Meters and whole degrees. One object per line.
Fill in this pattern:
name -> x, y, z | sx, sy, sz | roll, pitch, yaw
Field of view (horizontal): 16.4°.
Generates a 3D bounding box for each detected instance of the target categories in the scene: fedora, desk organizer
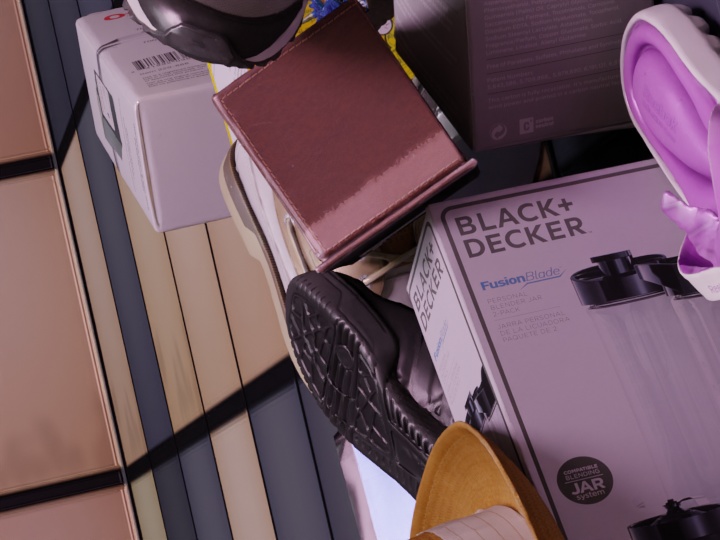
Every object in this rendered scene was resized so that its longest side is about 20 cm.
fedora -> 0.024, 0.152, 0.883 | 0.201, 0.081, 0.202 | 169, 90, -74
desk organizer -> -0.002, -0.052, 1.007 | 0.077, 0.072, 0.200 | 55, -177, 1

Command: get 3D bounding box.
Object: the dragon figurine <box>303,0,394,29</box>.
dragon figurine -> 0.003, -0.164, 1.173 | 0.059, 0.099, 0.201 | 91, 167, -45

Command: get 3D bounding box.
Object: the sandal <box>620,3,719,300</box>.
sandal -> 0.127, -0.022, 0.877 | 0.203, 0.050, 0.083 | -120, 21, -54

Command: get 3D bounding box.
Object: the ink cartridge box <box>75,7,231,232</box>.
ink cartridge box -> -0.079, -0.105, 1.498 | 0.200, 0.145, 0.084 | -128, 28, -65

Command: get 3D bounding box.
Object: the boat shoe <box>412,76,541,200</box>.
boat shoe -> 0.042, -0.033, 1.214 | 0.200, 0.070, 0.064 | 107, 149, -50

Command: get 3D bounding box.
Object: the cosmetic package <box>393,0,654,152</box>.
cosmetic package -> 0.060, -0.160, 0.974 | 0.107, 0.090, 0.201 | -120, 24, -55

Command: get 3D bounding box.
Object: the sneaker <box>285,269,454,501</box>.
sneaker -> 0.063, 0.056, 0.996 | 0.200, 0.104, 0.060 | 46, 145, 35

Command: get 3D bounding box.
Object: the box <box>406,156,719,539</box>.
box -> 0.101, 0.061, 0.914 | 0.060, 0.116, 0.201 | 100, 156, -56

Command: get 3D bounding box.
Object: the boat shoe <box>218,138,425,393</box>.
boat shoe -> 0.000, 0.000, 1.142 | 0.200, 0.074, 0.069 | 56, 139, 23

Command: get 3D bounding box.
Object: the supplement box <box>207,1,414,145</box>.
supplement box -> -0.024, -0.136, 1.306 | 0.109, 0.109, 0.201 | 101, 155, -61

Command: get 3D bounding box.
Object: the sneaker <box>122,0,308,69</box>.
sneaker -> -0.037, -0.158, 0.916 | 0.079, 0.074, 0.201 | 116, 172, -54

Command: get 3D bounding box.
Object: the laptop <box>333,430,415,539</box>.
laptop -> 0.069, 0.115, 1.137 | 0.200, 0.103, 0.178 | 113, 143, -69
